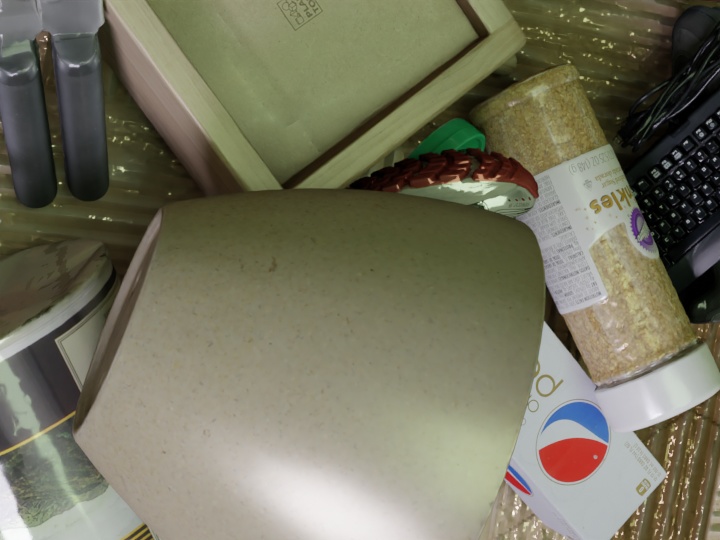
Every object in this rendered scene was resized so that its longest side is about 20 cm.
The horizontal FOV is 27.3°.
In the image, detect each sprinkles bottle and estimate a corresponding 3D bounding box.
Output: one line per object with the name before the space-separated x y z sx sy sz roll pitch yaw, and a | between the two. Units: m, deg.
sprinkles bottle | 0.130 -0.012 0.824 0.068 0.068 0.200 -24 89 -19

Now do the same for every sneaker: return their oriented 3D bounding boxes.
sneaker | 0.205 -0.055 0.886 0.090 0.066 0.200 -21 110 -23
sneaker | 0.000 0.000 0.744 0.200 0.078 0.082 -25 100 18

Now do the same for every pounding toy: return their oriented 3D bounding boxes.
pounding toy | -0.018 -0.127 0.748 0.200 0.142 0.184 -39 102 -13

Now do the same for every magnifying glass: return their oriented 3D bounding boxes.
magnifying glass | -0.003 -0.002 0.806 0.022 0.080 0.200 39 90 15

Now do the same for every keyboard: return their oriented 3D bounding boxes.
keyboard | 0.192 -0.066 0.837 0.200 0.040 0.104 -44 74 19

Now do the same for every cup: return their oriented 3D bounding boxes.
cup | -0.034 0.046 0.611 0.143 0.200 0.201 22 90 -14

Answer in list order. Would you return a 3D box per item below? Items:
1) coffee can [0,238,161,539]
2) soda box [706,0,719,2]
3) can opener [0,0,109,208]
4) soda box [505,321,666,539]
coffee can | -0.146 0.106 0.708 0.146 0.146 0.200 -29 109 -18
soda box | 0.184 -0.191 0.853 0.200 0.063 0.068 -2 99 -24
can opener | -0.144 -0.108 0.673 0.053 0.200 0.067 -9 61 -12
soda box | 0.088 0.071 0.856 0.068 0.064 0.200 -46 113 -11
